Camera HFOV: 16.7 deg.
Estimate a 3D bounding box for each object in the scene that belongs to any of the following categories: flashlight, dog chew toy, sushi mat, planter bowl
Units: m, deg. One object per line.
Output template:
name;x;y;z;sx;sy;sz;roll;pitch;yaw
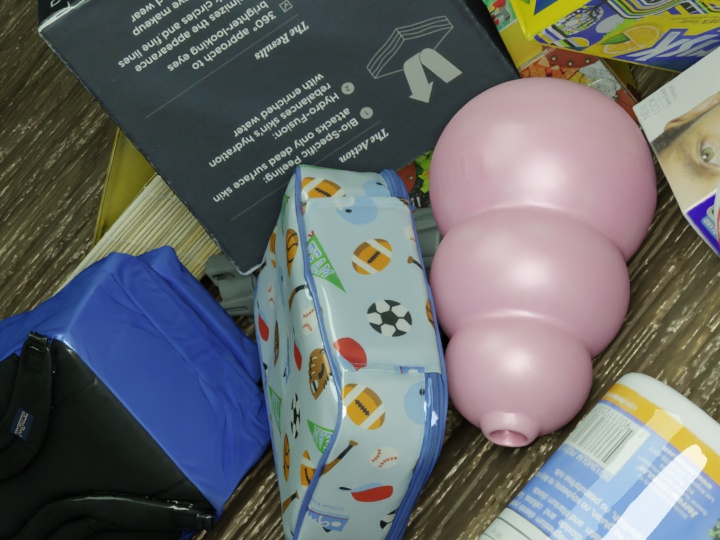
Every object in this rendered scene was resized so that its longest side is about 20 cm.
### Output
flashlight;0.000;0.000;1.453;0.068;0.068;0.200;-29;12;-40
dog chew toy;0.091;-0.002;1.304;0.125;0.125;0.200;-13;55;39
sushi mat;-0.146;0.012;1.524;0.200;0.096;0.012;-47;51;28
planter bowl;-0.118;-0.071;1.603;0.200;0.083;0.200;-168;90;-87

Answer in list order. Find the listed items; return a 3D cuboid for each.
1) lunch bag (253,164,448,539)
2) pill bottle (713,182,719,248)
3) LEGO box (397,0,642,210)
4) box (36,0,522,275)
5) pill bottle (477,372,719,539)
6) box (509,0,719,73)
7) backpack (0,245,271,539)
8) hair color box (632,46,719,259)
lunch bag;-0.010;0.049;1.319;0.160;0.076;0.200;107;160;-49
pill bottle;0.232;0.024;1.122;0.111;0.111;0.200;-31;35;19
LEGO box;0.076;-0.132;1.500;0.149;0.077;0.200;-33;34;17
box;-0.048;-0.141;1.373;0.197;0.200;0.117;-33;30;10
pill bottle;0.100;0.154;1.120;0.200;0.112;0.112;-49;33;-6
box;0.160;-0.153;1.315;0.070;0.200;0.064;-31;69;34
backpack;-0.162;0.092;1.444;0.200;0.163;0.168;-30;13;36
hair color box;0.251;-0.097;1.283;0.200;0.065;0.109;-37;34;15
